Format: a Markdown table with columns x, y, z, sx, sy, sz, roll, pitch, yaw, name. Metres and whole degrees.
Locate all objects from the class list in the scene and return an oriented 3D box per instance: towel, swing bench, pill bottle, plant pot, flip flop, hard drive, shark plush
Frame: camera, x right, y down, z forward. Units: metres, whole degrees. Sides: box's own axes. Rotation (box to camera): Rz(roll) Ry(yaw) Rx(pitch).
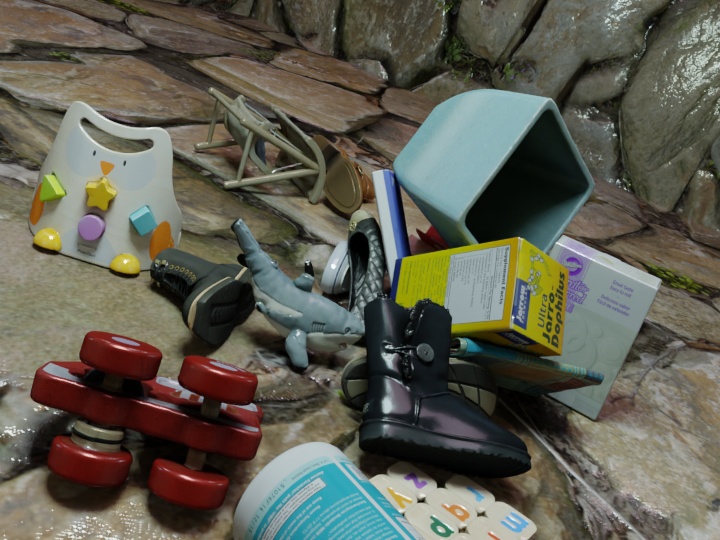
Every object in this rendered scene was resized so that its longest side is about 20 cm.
| x | y | z | sx | sy | sz | roll | pitch | yaw | name |
| --- | --- | --- | --- | --- | --- | --- | --- | --- | --- |
| 0.178 | 0.124 | 1.001 | 0.197 | 0.022 | 0.146 | 16 | -19 | -17 | towel |
| -0.180 | -0.235 | 1.510 | 0.197 | 0.132 | 0.199 | 6 | 25 | -33 | swing bench |
| 0.000 | 0.226 | 0.581 | 0.110 | 0.112 | 0.199 | -1 | 29 | -43 | pill bottle |
| 0.160 | -0.126 | 1.096 | 0.199 | 0.197 | 0.196 | 34 | -7 | 44 | plant pot |
| 0.070 | 0.133 | 0.937 | 0.196 | 0.083 | 0.058 | 9 | 8 | -15 | flip flop |
| 0.051 | -0.032 | 1.117 | 0.025 | 0.204 | 0.132 | -9 | 1 | 9 | hard drive |
| -0.081 | 0.019 | 0.953 | 0.201 | 0.083 | 0.091 | 54 | 13 | -7 | shark plush |

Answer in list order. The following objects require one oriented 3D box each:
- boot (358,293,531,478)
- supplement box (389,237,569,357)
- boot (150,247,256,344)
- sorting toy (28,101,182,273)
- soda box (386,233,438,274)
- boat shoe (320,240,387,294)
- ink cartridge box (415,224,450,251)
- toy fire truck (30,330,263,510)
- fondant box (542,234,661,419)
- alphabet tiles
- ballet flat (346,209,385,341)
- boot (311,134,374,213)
| x | y | z | sx | sy | sz | roll | pitch | yaw | name |
| --- | --- | --- | --- | --- | --- | --- | --- | --- | --- |
| 0.092 | 0.119 | 0.854 | 0.197 | 0.077 | 0.171 | 15 | 59 | -15 | boot |
| 0.140 | 0.042 | 0.988 | 0.109 | 0.111 | 0.198 | 25 | -23 | -39 | supplement box |
| -0.207 | 0.023 | 0.956 | 0.136 | 0.079 | 0.200 | 18 | 7 | 6 | boot |
| -0.316 | -0.108 | 1.006 | 0.197 | 0.183 | 0.107 | 17 | 21 | -7 | sorting toy |
| 0.131 | 0.030 | 1.200 | 0.199 | 0.064 | 0.068 | 34 | 69 | 30 | soda box |
| 0.001 | -0.006 | 1.194 | 0.066 | 0.075 | 0.200 | 21 | 20 | 11 | boat shoe |
| 0.170 | -0.020 | 1.264 | 0.116 | 0.068 | 0.200 | 34 | -8 | 31 | ink cartridge box |
| -0.180 | 0.121 | 0.710 | 0.197 | 0.114 | 0.168 | 17 | -3 | -10 | toy fire truck |
| 0.294 | 0.076 | 1.087 | 0.143 | 0.203 | 0.058 | 26 | 22 | 19 | fondant box |
| 0.082 | 0.248 | 0.734 | 0.194 | 0.015 | 0.199 | 29 | 22 | 28 | alphabet tiles |
| 0.000 | 0.000 | 1.087 | 0.056 | 0.067 | 0.203 | 13 | 54 | -23 | ballet flat |
| -0.019 | -0.164 | 1.572 | 0.155 | 0.077 | 0.201 | 34 | 15 | -52 | boot |
